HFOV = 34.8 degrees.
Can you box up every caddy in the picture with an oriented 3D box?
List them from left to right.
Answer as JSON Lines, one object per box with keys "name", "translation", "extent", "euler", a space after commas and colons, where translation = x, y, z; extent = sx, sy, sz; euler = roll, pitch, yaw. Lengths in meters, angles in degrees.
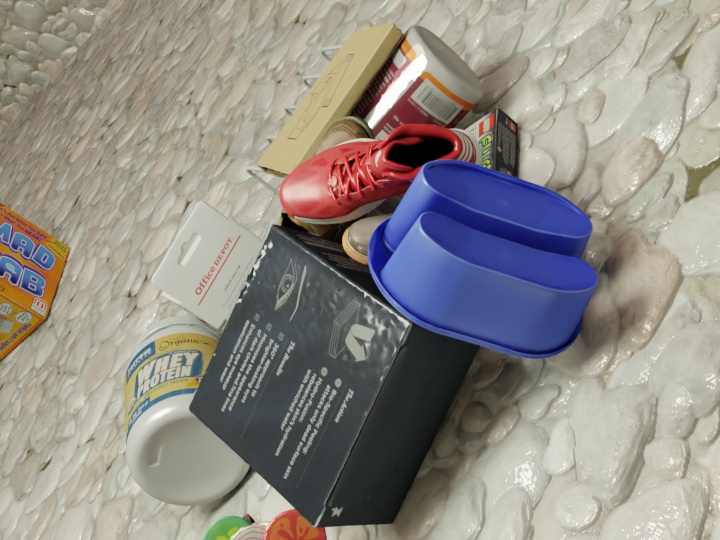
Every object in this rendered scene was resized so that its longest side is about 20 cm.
{"name": "caddy", "translation": [0.106, -0.004, 0.971], "extent": [0.142, 0.197, 0.106], "euler": [-83, 14, -48]}

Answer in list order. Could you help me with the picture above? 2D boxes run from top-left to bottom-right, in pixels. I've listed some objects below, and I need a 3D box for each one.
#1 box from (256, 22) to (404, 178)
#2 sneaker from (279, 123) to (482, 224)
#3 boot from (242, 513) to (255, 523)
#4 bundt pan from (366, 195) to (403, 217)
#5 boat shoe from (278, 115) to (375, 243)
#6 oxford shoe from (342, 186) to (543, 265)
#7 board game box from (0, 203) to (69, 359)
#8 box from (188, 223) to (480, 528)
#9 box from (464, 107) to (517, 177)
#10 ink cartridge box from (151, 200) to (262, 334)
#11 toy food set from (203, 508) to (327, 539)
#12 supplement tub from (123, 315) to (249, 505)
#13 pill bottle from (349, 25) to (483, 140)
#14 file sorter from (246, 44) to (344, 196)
{"name": "box", "translation": [-0.038, -0.191, 1.310], "extent": [0.201, 0.021, 0.163], "euler": [-56, 20, -4]}
{"name": "sneaker", "translation": [0.005, -0.098, 1.040], "extent": [0.198, 0.115, 0.079], "euler": [-17, 80, 14]}
{"name": "boot", "translation": [-0.164, 0.308, 1.141], "extent": [0.166, 0.072, 0.200], "euler": [-44, 26, -7]}
{"name": "bundt pan", "translation": [0.000, 0.000, 1.232], "extent": [0.203, 0.075, 0.203], "euler": [-55, 23, 36]}
{"name": "boat shoe", "translation": [-0.040, -0.055, 1.143], "extent": [0.071, 0.068, 0.202], "euler": [28, 113, 24]}
{"name": "oxford shoe", "translation": [0.081, -0.048, 1.068], "extent": [0.073, 0.197, 0.072], "euler": [92, 168, -47]}
{"name": "board game box", "translation": [-0.727, 0.021, 2.255], "extent": [0.199, 0.199, 0.201], "euler": [-36, 32, 32]}
{"name": "box", "translation": [-0.027, 0.095, 1.049], "extent": [0.199, 0.117, 0.199], "euler": [34, 103, 39]}
{"name": "box", "translation": [0.113, -0.069, 1.206], "extent": [0.110, 0.035, 0.202], "euler": [-34, 34, 37]}
{"name": "ink cartridge box", "translation": [-0.150, 0.014, 1.353], "extent": [0.117, 0.199, 0.066], "euler": [-59, 27, -10]}
{"name": "toy food set", "translation": [-0.091, 0.309, 1.008], "extent": [0.198, 0.049, 0.200], "euler": [-41, 57, -9]}
{"name": "supplement tub", "translation": [-0.204, 0.158, 1.340], "extent": [0.145, 0.144, 0.201], "euler": [-47, 29, 14]}
{"name": "pill bottle", "translation": [0.035, -0.167, 1.306], "extent": [0.200, 0.114, 0.115], "euler": [-46, 29, 21]}
{"name": "file sorter", "translation": [-0.031, -0.172, 1.453], "extent": [0.201, 0.124, 0.138], "euler": [-59, 29, -10]}
